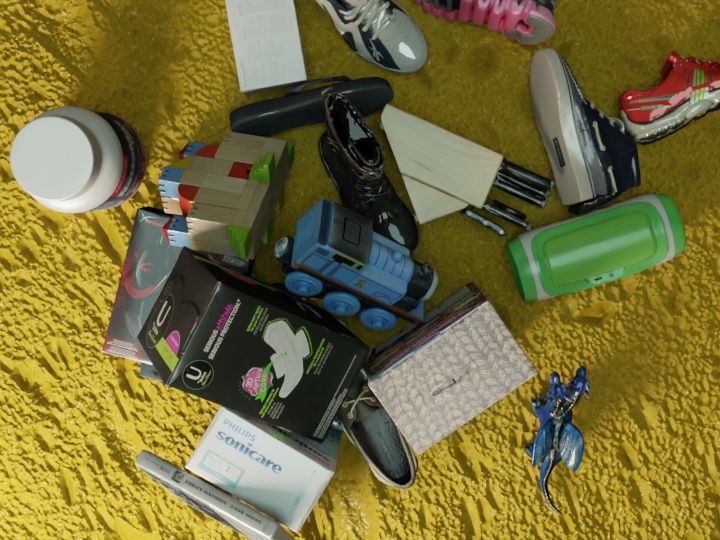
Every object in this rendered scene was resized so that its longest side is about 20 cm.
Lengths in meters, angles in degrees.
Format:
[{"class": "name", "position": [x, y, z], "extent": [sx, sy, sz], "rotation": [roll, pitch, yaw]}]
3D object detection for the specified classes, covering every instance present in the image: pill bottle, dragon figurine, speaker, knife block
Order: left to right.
[{"class": "pill bottle", "position": [-0.321, -0.125, 1.203], "extent": [0.119, 0.200, 0.120], "rotation": [0, 96, 1]}, {"class": "knife block", "position": [0.133, -0.130, 1.266], "extent": [0.175, 0.064, 0.201], "rotation": [-21, 94, 2]}, {"class": "dragon figurine", "position": [0.235, 0.208, 1.278], "extent": [0.059, 0.099, 0.201], "rotation": [7, 95, 0]}, {"class": "speaker", "position": [0.280, -0.027, 1.264], "extent": [0.199, 0.088, 0.089], "rotation": [-17, 95, 2]}]

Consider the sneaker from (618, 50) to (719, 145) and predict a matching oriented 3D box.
[{"class": "sneaker", "position": [0.400, -0.228, 1.251], "extent": [0.199, 0.077, 0.085], "rotation": [-28, 84, 0]}]

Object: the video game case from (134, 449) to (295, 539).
[{"class": "video game case", "position": [-0.154, 0.279, 1.222], "extent": [0.181, 0.200, 0.023], "rotation": [24, 71, 18]}]

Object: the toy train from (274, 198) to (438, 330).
[{"class": "toy train", "position": [0.000, 0.000, 1.228], "extent": [0.200, 0.114, 0.087], "rotation": [26, 52, -24]}]

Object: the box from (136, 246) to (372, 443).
[{"class": "box", "position": [-0.120, 0.081, 1.164], "extent": [0.200, 0.148, 0.125], "rotation": [26, 94, -30]}]

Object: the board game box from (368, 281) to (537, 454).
[{"class": "board game box", "position": [0.100, 0.106, 1.220], "extent": [0.159, 0.200, 0.097], "rotation": [-35, 94, 4]}]

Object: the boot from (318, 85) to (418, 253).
[{"class": "boot", "position": [0.007, -0.105, 1.207], "extent": [0.069, 0.174, 0.200], "rotation": [-35, 89, -6]}]

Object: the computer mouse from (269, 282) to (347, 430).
[{"class": "computer mouse", "position": [-0.044, 0.100, 1.300], "extent": [0.109, 0.044, 0.201], "rotation": [-19, 92, -9]}]

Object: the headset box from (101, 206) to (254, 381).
[{"class": "headset box", "position": [-0.217, 0.037, 1.279], "extent": [0.148, 0.075, 0.201], "rotation": [16, 95, -2]}]

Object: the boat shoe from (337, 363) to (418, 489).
[{"class": "boat shoe", "position": [0.006, 0.170, 1.253], "extent": [0.072, 0.060, 0.201], "rotation": [-29, 93, -8]}]

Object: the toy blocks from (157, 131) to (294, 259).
[{"class": "toy blocks", "position": [-0.169, -0.093, 1.225], "extent": [0.136, 0.200, 0.100], "rotation": [9, 138, 8]}]

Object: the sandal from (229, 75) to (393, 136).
[{"class": "sandal", "position": [-0.060, -0.205, 1.259], "extent": [0.199, 0.076, 0.043], "rotation": [-11, 72, 1]}]

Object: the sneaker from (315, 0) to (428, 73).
[{"class": "sneaker", "position": [0.001, -0.309, 1.217], "extent": [0.079, 0.130, 0.199], "rotation": [-39, 94, 5]}]

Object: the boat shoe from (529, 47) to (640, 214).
[{"class": "boat shoe", "position": [0.270, -0.173, 1.265], "extent": [0.092, 0.075, 0.201], "rotation": [-15, 94, -16]}]

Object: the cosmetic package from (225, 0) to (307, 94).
[{"class": "cosmetic package", "position": [-0.119, -0.317, 1.258], "extent": [0.082, 0.051, 0.201], "rotation": [-9, 95, -1]}]

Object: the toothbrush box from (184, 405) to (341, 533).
[{"class": "toothbrush box", "position": [-0.105, 0.203, 1.231], "extent": [0.146, 0.200, 0.085], "rotation": [31, 96, -3]}]

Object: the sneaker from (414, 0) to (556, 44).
[{"class": "sneaker", "position": [0.144, -0.343, 1.252], "extent": [0.199, 0.079, 0.096], "rotation": [20, 73, -2]}]
